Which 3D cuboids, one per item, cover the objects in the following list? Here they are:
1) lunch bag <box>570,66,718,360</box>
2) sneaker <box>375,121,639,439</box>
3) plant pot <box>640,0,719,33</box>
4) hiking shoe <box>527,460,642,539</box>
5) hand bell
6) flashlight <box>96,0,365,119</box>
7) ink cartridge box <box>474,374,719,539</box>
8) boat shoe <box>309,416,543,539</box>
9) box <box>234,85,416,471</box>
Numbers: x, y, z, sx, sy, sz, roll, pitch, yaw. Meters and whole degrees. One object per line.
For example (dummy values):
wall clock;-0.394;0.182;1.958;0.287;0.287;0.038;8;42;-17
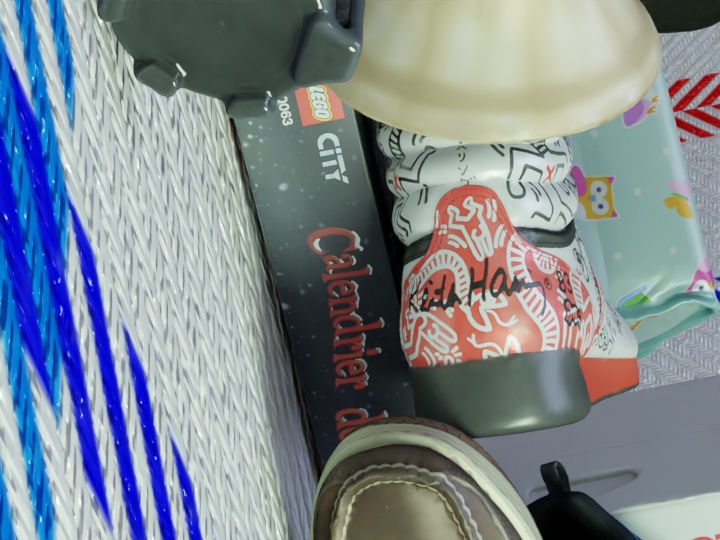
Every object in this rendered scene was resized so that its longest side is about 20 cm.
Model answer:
lunch bag;0.094;-0.030;1.324;0.200;0.121;0.171;128;-50;-72
sneaker;0.049;-0.010;0.822;0.201;0.067;0.109;-15;99;-80
plant pot;0.074;-0.179;0.878;0.199;0.199;0.178;155;-68;-71
hiking shoe;0.079;0.157;0.891;0.087;0.074;0.200;50;19;-22
hand bell;0.037;-0.146;0.695;0.104;0.104;0.201;-90;180;-55
flashlight;-0.034;-0.120;0.674;0.068;0.067;0.200;51;27;-30
ink cartridge box;0.108;0.153;1.058;0.083;0.145;0.201;-91;169;-58
boat shoe;0.027;0.143;0.738;0.075;0.074;0.203;-70;150;-62
box;0.000;0.000;0.851;0.137;0.037;0.201;-85;163;-64
